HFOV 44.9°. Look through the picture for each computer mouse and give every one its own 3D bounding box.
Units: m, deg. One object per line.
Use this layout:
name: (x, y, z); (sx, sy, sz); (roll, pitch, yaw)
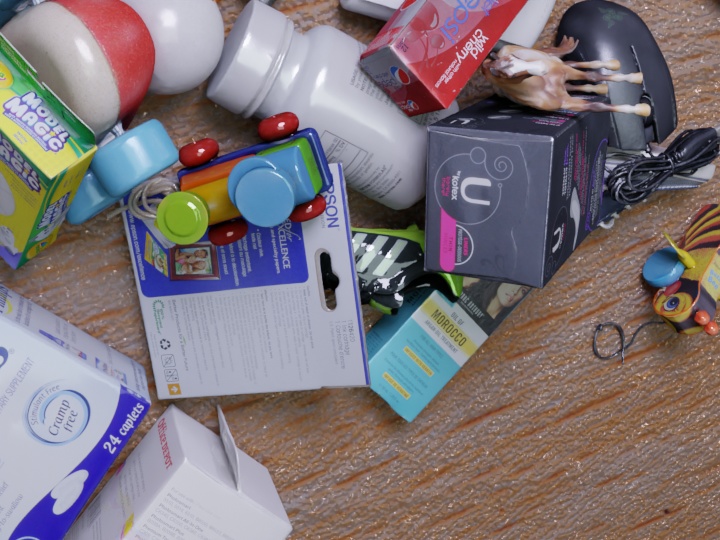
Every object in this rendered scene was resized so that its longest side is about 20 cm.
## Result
computer mouse: (0.261, -0.177, 0.827); (0.137, 0.053, 0.201); (-25, 84, -15)

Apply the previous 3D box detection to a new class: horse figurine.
horse figurine: (0.156, -0.161, 0.721); (0.131, 0.200, 0.050); (5, 111, -1)

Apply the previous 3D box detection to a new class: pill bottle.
pill bottle: (-0.024, -0.143, 0.749); (0.199, 0.114, 0.115); (25, 95, -22)

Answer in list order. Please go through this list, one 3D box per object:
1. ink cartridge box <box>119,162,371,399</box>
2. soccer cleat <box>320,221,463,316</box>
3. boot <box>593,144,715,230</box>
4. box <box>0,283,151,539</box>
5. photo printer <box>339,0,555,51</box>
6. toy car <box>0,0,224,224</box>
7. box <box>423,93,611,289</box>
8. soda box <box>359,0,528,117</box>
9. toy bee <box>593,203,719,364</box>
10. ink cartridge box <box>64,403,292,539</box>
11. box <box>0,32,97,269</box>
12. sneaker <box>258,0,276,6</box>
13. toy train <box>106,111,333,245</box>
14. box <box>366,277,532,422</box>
ink cartridge box: (-0.097, 0.011, 0.763); (0.198, 0.047, 0.200); (-5, 105, 7)
soccer cleat: (0.000, 0.000, 0.800); (0.198, 0.068, 0.082); (-3, 74, -6)
boot: (0.258, -0.084, 0.888); (0.198, 0.073, 0.091); (6, 108, -11)
box: (-0.308, 0.122, 0.726); (0.199, 0.105, 0.185); (34, 91, -22)
photo printer: (0.093, -0.291, 0.775); (0.198, 0.069, 0.168); (11, 100, -20)
toy car: (-0.182, -0.171, 0.692); (0.200, 0.176, 0.185); (-38, 103, -36)
box: (0.138, -0.078, 0.747); (0.105, 0.200, 0.124); (9, 112, 25)
soda box: (0.088, -0.221, 0.698); (0.070, 0.063, 0.201); (42, 76, -21)
toy bee: (0.353, 0.027, 0.919); (0.130, 0.109, 0.202); (17, 97, -23)
ink cartridge box: (-0.163, 0.232, 0.787); (0.125, 0.129, 0.200); (40, 90, -23)
box: (-0.259, -0.087, 0.631); (0.117, 0.200, 0.048); (46, 53, -4)
sneaker: (-0.073, -0.299, 0.670); (0.080, 0.201, 0.071); (32, 48, 1)
toy train: (-0.126, -0.049, 0.665); (0.198, 0.116, 0.085); (-16, 106, 12)
box: (0.083, 0.047, 0.866); (0.200, 0.049, 0.082); (-47, 112, -2)
